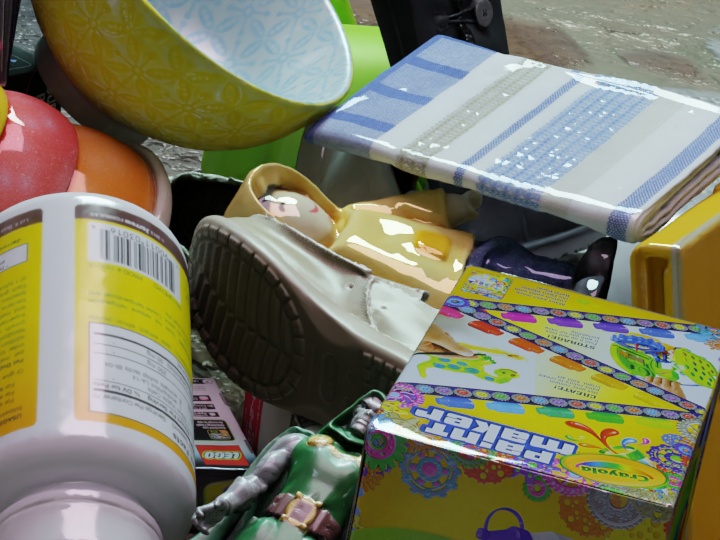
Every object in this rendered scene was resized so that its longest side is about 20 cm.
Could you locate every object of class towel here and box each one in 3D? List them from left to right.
[{"bbox_3d":[0.091,-0.070,1.522,0.200,0.024,0.147,17,33,26],"label":"towel"}]

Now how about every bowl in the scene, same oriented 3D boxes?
[{"bbox_3d":[-0.112,-0.130,1.554,0.200,0.108,0.200,37,26,-22],"label":"bowl"}]

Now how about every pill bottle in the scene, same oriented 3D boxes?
[{"bbox_3d":[-0.130,0.068,1.324,0.109,0.109,0.200,6,46,-11],"label":"pill bottle"}]

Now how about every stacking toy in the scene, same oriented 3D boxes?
[{"bbox_3d":[-0.203,-0.058,1.461,0.200,0.146,0.146,48,-3,-36],"label":"stacking toy"}]

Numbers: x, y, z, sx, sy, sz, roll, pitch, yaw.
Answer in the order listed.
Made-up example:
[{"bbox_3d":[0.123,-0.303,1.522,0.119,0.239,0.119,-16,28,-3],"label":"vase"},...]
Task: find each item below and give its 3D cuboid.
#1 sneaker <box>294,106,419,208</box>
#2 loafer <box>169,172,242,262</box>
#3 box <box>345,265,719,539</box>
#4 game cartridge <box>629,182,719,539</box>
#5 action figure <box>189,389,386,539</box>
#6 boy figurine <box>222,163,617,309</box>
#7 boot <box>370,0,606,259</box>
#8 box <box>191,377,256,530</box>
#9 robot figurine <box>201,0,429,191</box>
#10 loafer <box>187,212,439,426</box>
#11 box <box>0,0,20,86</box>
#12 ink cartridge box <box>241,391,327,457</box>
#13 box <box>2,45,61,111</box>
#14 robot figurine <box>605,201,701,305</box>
[{"bbox_3d":[0.000,0.000,1.532,0.085,0.200,0.073,2,-26,18],"label":"sneaker"},{"bbox_3d":[-0.044,-0.008,1.635,0.200,0.076,0.068,16,-2,38],"label":"loafer"},{"bbox_3d":[0.062,0.132,1.185,0.122,0.200,0.193,15,22,9],"label":"box"},{"bbox_3d":[0.190,0.046,1.500,0.032,0.177,0.200,3,16,25],"label":"game cartridge"},{"bbox_3d":[-0.038,0.127,1.238,0.118,0.055,0.200,26,55,12],"label":"action figure"},{"bbox_3d":[0.028,-0.007,1.469,0.200,0.065,0.124,17,40,11],"label":"boy figurine"},{"bbox_3d":[0.085,-0.102,1.787,0.066,0.200,0.165,-13,5,35],"label":"boot"},{"bbox_3d":[-0.158,0.087,1.429,0.200,0.035,0.110,3,22,-18],"label":"box"},{"bbox_3d":[-0.005,-0.097,1.839,0.200,0.116,0.176,2,41,-22],"label":"robot figurine"},{"bbox_3d":[-0.006,0.033,1.362,0.068,0.076,0.200,-14,38,-41],"label":"loafer"},{"bbox_3d":[-0.240,-0.179,1.558,0.122,0.106,0.200,6,19,-6],"label":"box"},{"bbox_3d":[0.031,0.104,1.403,0.145,0.084,0.200,4,23,-15],"label":"ink cartridge box"},{"bbox_3d":[-0.275,-0.048,1.562,0.124,0.149,0.200,23,24,33],"label":"box"},{"bbox_3d":[0.210,0.015,1.671,0.200,0.113,0.170,-6,-14,-35],"label":"robot figurine"}]
